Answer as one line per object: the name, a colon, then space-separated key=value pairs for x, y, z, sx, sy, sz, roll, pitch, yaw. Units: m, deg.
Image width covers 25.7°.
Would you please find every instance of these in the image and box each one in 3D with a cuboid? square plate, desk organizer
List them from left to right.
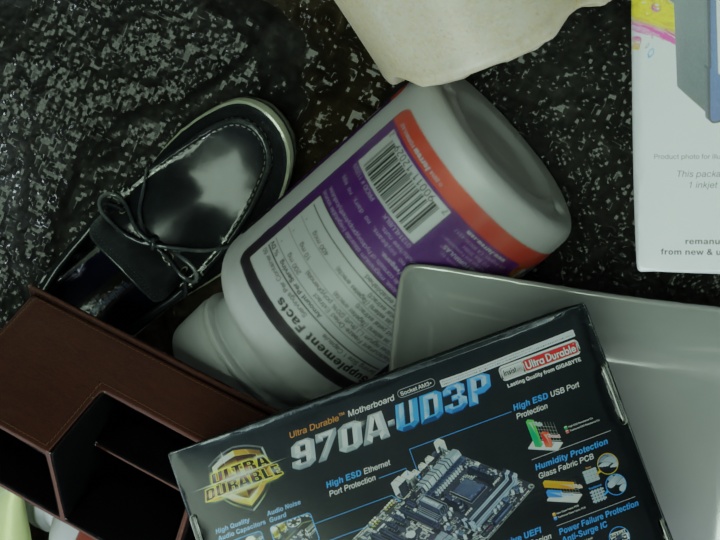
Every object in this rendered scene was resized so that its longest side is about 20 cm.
desk organizer: x=-0.103 y=0.094 z=0.782 sx=0.200 sy=0.077 sz=0.072 roll=25 pitch=144 yaw=18
square plate: x=0.103 y=0.109 z=0.741 sx=0.197 sy=0.028 sz=0.201 roll=8 pitch=85 yaw=0

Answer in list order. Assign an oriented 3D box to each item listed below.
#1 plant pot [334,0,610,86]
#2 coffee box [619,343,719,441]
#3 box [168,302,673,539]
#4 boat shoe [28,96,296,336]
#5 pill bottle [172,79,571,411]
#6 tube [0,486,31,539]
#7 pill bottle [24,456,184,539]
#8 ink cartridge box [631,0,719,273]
plant pot: x=0.034 y=-0.194 z=0.721 sx=0.200 sy=0.201 sz=0.184 roll=-22 pitch=110 yaw=18
coffee box: x=0.202 y=0.118 z=0.809 sx=0.200 sy=0.080 sz=0.113 roll=28 pitch=109 yaw=5
box: x=0.033 y=0.122 z=0.702 sx=0.199 sy=0.046 sz=0.159 roll=-20 pitch=86 yaw=-2
boat shoe: x=-0.112 y=-0.014 z=0.857 sx=0.200 sy=0.062 sz=0.075 roll=-41 pitch=91 yaw=18
pill bottle: x=0.000 y=0.000 z=0.808 sx=0.200 sy=0.111 sz=0.111 roll=-40 pitch=93 yaw=20
tube: x=-0.199 y=0.199 z=0.870 sx=0.058 sy=0.052 sz=0.201 roll=-6 pitch=100 yaw=-1
pill bottle: x=-0.095 y=0.152 z=0.855 sx=0.200 sy=0.112 sz=0.112 roll=34 pitch=111 yaw=22
ink cartridge box: x=0.171 y=-0.112 z=0.720 sx=0.087 sy=0.145 sz=0.201 roll=2 pitch=106 yaw=14
